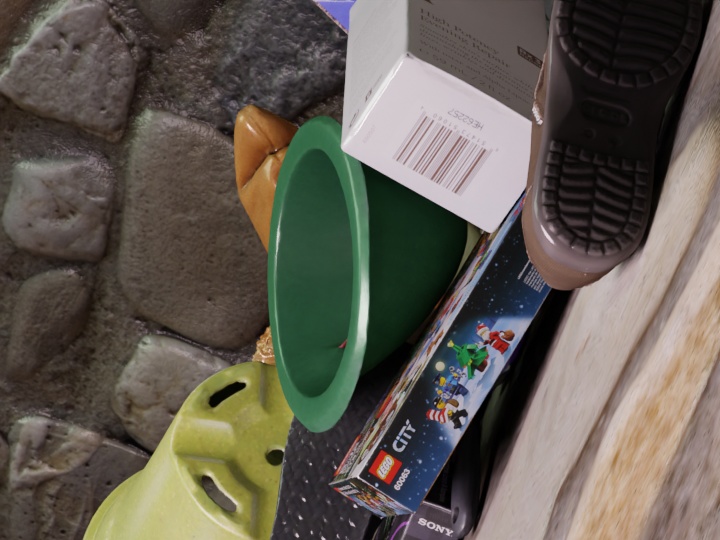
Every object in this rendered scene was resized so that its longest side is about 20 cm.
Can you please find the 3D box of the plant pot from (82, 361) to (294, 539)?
[{"bbox_3d":[-0.069,0.159,1.648,0.185,0.199,0.201,111,179,-54],"label":"plant pot"}]

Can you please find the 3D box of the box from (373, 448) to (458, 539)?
[{"bbox_3d":[0.016,0.192,1.534,0.143,0.036,0.201,-77,10,-70],"label":"box"}]

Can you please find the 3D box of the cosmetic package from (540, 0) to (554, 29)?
[{"bbox_3d":[0.127,-0.247,1.666,0.084,0.108,0.200,-22,27,22],"label":"cosmetic package"}]

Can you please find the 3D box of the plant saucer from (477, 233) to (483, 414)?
[{"bbox_3d":[0.059,0.070,1.669,0.200,0.029,0.201,-158,90,-87],"label":"plant saucer"}]

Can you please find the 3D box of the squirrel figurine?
[{"bbox_3d":[0.000,0.000,1.693,0.187,0.141,0.201,-123,37,-58],"label":"squirrel figurine"}]

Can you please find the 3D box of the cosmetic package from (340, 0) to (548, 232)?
[{"bbox_3d":[0.049,-0.111,1.465,0.074,0.101,0.200,-54,16,25],"label":"cosmetic package"}]

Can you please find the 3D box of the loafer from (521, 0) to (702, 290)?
[{"bbox_3d":[0.110,-0.076,1.261,0.071,0.073,0.201,117,173,-57],"label":"loafer"}]

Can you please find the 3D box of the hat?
[{"bbox_3d":[0.052,-0.008,1.486,0.166,0.175,0.201,142,127,-64],"label":"hat"}]

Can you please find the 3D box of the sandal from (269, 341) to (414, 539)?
[{"bbox_3d":[-0.014,0.134,1.507,0.048,0.075,0.201,65,-136,-70],"label":"sandal"}]

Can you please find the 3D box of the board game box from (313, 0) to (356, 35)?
[{"bbox_3d":[0.045,-0.223,1.701,0.097,0.159,0.201,-26,47,24],"label":"board game box"}]

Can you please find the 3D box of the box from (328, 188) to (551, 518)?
[{"bbox_3d":[0.056,0.039,1.424,0.201,0.038,0.137,-58,3,-9],"label":"box"}]

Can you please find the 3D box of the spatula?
[{"bbox_3d":[0.069,0.078,1.481,0.200,0.020,0.057,-73,9,-50],"label":"spatula"}]

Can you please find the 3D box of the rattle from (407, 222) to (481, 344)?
[{"bbox_3d":[0.072,0.012,1.871,0.130,0.143,0.200,-6,41,51],"label":"rattle"}]
